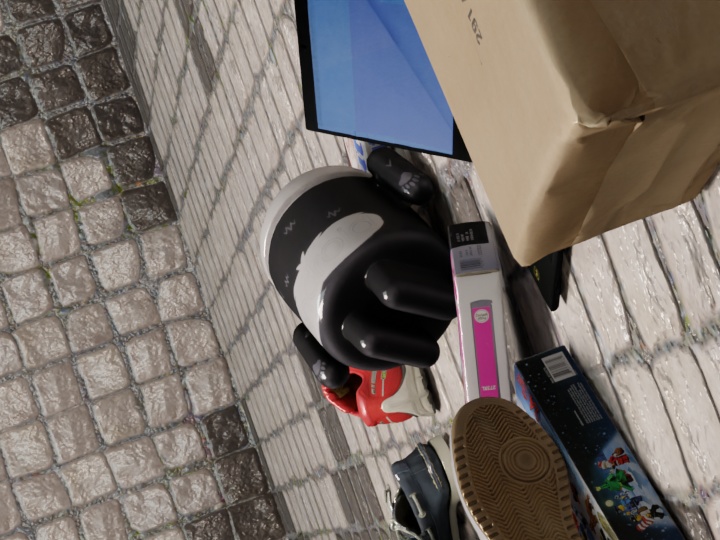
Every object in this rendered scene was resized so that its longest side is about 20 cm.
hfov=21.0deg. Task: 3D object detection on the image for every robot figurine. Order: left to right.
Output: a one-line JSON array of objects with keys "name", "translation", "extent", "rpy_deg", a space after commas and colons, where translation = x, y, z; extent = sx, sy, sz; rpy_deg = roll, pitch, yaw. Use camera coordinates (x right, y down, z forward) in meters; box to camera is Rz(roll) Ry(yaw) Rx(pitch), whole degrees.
[{"name": "robot figurine", "translation": [0.002, -0.001, 1.494], "extent": [0.200, 0.150, 0.125], "rpy_deg": [47, 168, 53]}]

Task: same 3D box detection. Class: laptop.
[{"name": "laptop", "translation": [0.043, -0.084, 1.197], "extent": [0.177, 0.103, 0.200], "rpy_deg": [86, 162, -56]}]

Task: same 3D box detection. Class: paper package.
[{"name": "paper package", "translation": [0.089, -0.129, 0.872], "extent": [0.191, 0.103, 0.200], "rpy_deg": [103, 146, -71]}]

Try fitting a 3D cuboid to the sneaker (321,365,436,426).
[{"name": "sneaker", "translation": [0.002, 0.092, 1.778], "extent": [0.200, 0.085, 0.077], "rpy_deg": [-143, 36, -72]}]

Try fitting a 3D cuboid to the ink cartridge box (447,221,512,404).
[{"name": "ink cartridge box", "translation": [0.087, 0.076, 1.326], "extent": [0.095, 0.037, 0.201], "rpy_deg": [-92, -7, -69]}]

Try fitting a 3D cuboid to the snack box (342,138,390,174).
[{"name": "snack box", "translation": [0.006, -0.100, 1.585], "extent": [0.072, 0.024, 0.200], "rpy_deg": [-128, 21, -56]}]

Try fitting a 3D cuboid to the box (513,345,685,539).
[{"name": "box", "translation": [0.155, 0.164, 1.223], "extent": [0.137, 0.038, 0.200], "rpy_deg": [82, 166, -45]}]

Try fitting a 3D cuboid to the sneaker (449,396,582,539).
[{"name": "sneaker", "translation": [0.106, 0.183, 1.210], "extent": [0.113, 0.071, 0.200], "rpy_deg": [98, 150, -60]}]

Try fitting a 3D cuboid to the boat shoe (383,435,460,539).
[{"name": "boat shoe", "translation": [0.056, 0.219, 1.782], "extent": [0.200, 0.062, 0.075], "rpy_deg": [91, 157, -63]}]
